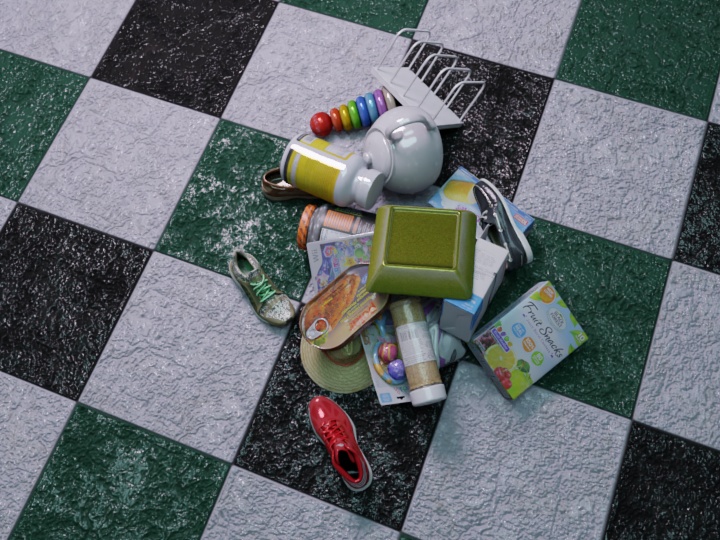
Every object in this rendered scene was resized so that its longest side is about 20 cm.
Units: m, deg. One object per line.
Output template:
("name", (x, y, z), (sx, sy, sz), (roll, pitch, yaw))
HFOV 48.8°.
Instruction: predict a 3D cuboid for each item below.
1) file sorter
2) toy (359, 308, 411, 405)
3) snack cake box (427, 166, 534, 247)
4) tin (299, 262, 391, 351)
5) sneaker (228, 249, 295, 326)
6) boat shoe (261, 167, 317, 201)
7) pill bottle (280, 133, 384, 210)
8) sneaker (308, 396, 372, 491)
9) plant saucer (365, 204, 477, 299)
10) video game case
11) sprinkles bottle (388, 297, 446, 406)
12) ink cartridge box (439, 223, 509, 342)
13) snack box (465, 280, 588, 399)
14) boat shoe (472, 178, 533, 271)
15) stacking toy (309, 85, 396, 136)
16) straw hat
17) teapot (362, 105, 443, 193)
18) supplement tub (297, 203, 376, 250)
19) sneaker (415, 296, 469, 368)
("file sorter", (0.153, -0.425, 1.753), (0.200, 0.125, 0.138), (49, 35, 19))
("toy", (0.062, 0.158, 1.562), (0.114, 0.047, 0.201), (2, 59, -41))
("snack cake box", (0.252, -0.112, 1.682), (0.200, 0.067, 0.115), (39, 74, 17))
("tin", (-0.027, 0.073, 1.538), (0.200, 0.042, 0.112), (-40, 64, 0))
("sneaker", (-0.212, 0.033, 1.640), (0.077, 0.089, 0.200), (-40, 71, -12))
("boat shoe", (-0.120, -0.200, 1.737), (0.198, 0.072, 0.076), (-13, 68, -2))
("pill bottle", (-0.056, -0.198, 1.629), (0.199, 0.112, 0.113), (25, 71, 17))
("sneaker", (-0.039, 0.315, 1.500), (0.078, 0.116, 0.201), (-32, 70, -9))
("plant saucer", (0.117, -0.049, 1.496), (0.198, 0.048, 0.201), (4, 57, 7))
("video game case", (0.000, 0.000, 1.581), (0.198, 0.018, 0.145), (-9, 93, 11))
("sprinkles bottle", (0.109, 0.155, 1.518), (0.068, 0.068, 0.202), (-13, 77, -2))
("ink cartridge box", (0.229, 0.022, 1.540), (0.067, 0.116, 0.201), (25, 62, 15))
("snack box", (0.327, 0.136, 1.561), (0.199, 0.053, 0.143), (-36, 94, -11))
("boat shoe", (0.273, -0.093, 1.597), (0.060, 0.076, 0.201), (-24, 69, -12))
("stacking toy", (-0.018, -0.350, 1.792), (0.198, 0.085, 0.086), (-16, 68, 1))
("straw hat", (-0.036, 0.137, 1.589), (0.199, 0.085, 0.203), (-1, 68, 3))
("teapot", (0.072, -0.249, 1.668), (0.145, 0.202, 0.197), (-14, 29, -28))
("supplement tub", (-0.024, -0.069, 1.652), (0.198, 0.123, 0.123), (15, 69, 10))
("sneaker", (0.166, 0.095, 1.604), (0.139, 0.078, 0.202), (-14, 77, -4))
